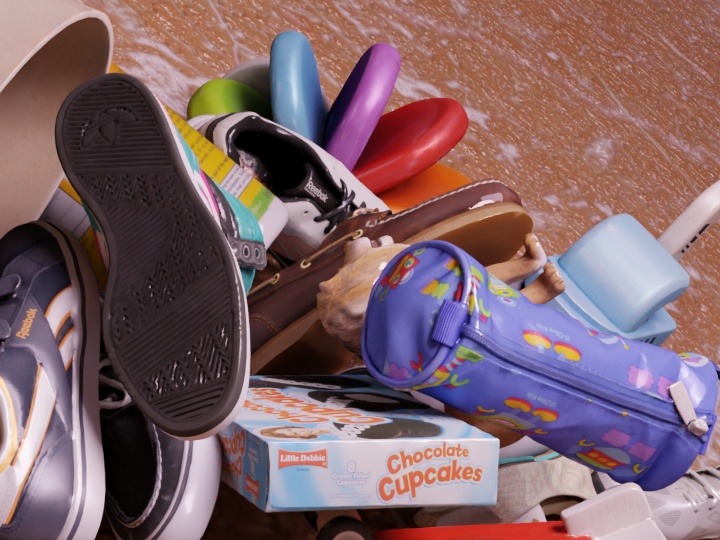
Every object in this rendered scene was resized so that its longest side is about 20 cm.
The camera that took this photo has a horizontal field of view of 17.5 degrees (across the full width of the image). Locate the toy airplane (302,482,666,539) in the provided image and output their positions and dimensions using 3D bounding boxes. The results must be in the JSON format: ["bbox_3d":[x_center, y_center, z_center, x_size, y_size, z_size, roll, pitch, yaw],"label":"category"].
[{"bbox_3d":[0.068,0.177,1.181,0.199,0.142,0.200,10,17,36],"label":"toy airplane"}]

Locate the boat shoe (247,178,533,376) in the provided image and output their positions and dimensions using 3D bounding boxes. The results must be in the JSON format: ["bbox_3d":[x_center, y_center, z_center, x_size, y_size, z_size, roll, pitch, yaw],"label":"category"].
[{"bbox_3d":[0.000,0.000,1.320,0.070,0.200,0.070,45,18,-54],"label":"boat shoe"}]

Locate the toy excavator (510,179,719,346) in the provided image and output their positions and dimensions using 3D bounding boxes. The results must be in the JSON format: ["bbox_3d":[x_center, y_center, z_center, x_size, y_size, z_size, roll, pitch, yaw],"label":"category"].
[{"bbox_3d":[0.204,-0.005,1.628,0.100,0.200,0.194,50,26,17],"label":"toy excavator"}]

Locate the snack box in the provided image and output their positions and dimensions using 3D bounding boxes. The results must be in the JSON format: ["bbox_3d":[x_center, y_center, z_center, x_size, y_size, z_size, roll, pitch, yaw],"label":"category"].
[{"bbox_3d":[-0.020,0.084,1.178,0.116,0.037,0.200,0,6,-19],"label":"snack box"}]

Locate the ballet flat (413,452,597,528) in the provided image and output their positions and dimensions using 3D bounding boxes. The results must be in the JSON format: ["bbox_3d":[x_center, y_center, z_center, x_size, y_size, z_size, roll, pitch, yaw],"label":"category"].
[{"bbox_3d":[0.099,0.143,1.384,0.062,0.067,0.200,60,25,14],"label":"ballet flat"}]

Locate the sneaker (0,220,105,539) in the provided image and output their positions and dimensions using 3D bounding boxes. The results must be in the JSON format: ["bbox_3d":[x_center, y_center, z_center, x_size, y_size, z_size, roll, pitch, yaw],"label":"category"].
[{"bbox_3d":[-0.171,0.046,1.117,0.079,0.078,0.200,20,38,-31],"label":"sneaker"}]

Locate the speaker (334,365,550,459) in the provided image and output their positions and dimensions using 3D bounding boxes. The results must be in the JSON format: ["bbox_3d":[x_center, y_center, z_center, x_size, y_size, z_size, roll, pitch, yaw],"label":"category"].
[{"bbox_3d":[0.052,0.086,1.396,0.081,0.081,0.200,49,25,17],"label":"speaker"}]

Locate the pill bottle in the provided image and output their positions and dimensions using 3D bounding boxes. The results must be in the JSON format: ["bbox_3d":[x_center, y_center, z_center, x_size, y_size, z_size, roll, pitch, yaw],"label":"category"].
[{"bbox_3d":[-0.148,-0.053,1.295,0.200,0.111,0.111,39,24,-5],"label":"pill bottle"}]

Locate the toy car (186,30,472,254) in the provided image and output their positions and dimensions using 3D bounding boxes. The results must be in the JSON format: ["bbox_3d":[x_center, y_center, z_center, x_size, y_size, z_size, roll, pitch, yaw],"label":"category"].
[{"bbox_3d":[-0.010,-0.073,1.488,0.200,0.150,0.175,35,25,-13],"label":"toy car"}]

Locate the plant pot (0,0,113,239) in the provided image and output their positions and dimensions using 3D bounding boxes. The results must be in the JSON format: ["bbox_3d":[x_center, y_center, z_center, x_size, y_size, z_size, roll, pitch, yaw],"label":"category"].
[{"bbox_3d":[-0.257,-0.095,1.159,0.200,0.188,0.187,30,23,8],"label":"plant pot"}]

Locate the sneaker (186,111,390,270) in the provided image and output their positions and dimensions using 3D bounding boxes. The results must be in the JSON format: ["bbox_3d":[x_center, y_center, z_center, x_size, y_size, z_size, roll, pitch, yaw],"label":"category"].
[{"bbox_3d":[-0.020,-0.025,1.374,0.200,0.074,0.080,32,-18,-16],"label":"sneaker"}]

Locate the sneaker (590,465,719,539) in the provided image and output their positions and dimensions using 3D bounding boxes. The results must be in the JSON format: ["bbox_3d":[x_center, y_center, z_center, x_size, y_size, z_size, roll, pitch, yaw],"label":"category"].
[{"bbox_3d":[0.240,0.136,1.546,0.200,0.115,0.076,17,34,-42],"label":"sneaker"}]

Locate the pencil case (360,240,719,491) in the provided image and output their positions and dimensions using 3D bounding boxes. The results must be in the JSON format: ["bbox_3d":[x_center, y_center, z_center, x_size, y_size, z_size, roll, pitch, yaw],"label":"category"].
[{"bbox_3d":[0.097,0.052,1.190,0.200,0.078,0.087,23,-9,-31],"label":"pencil case"}]

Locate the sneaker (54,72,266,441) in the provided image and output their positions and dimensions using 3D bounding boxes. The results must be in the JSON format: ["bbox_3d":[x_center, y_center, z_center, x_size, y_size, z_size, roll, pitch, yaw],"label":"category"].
[{"bbox_3d":[-0.088,0.011,1.149,0.121,0.083,0.200,55,14,-59],"label":"sneaker"}]

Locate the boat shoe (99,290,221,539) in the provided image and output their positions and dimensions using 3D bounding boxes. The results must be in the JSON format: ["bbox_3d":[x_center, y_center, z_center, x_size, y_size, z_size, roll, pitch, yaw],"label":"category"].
[{"bbox_3d":[-0.122,0.070,1.170,0.068,0.074,0.200,30,25,-30],"label":"boat shoe"}]

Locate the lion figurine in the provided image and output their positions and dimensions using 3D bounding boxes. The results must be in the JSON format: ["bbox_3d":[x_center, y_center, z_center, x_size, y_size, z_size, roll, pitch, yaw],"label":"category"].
[{"bbox_3d":[0.063,0.051,1.277,0.200,0.122,0.073,60,2,-36],"label":"lion figurine"}]
